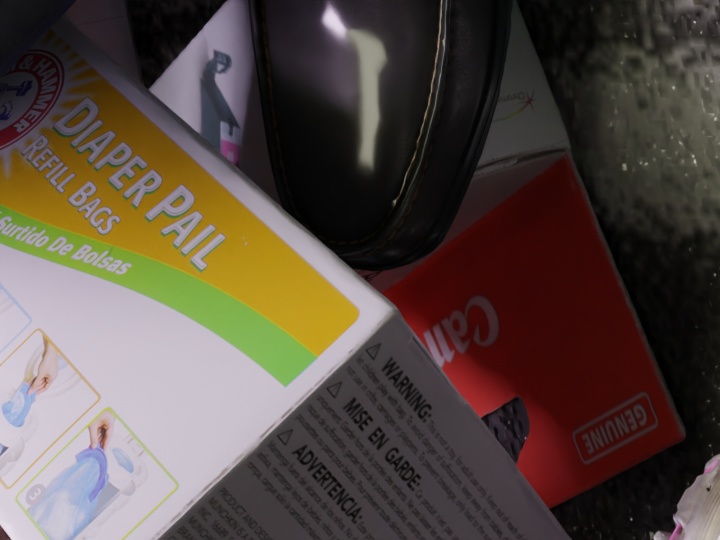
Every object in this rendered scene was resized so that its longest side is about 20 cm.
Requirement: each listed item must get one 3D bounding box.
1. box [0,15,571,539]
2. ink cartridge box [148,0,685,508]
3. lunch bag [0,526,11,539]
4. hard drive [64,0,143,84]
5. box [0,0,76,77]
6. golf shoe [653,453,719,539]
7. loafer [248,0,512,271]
[{"bbox_3d":[-0.054,0.029,0.668,0.200,0.101,0.113,41,172,48],"label":"box"},{"bbox_3d":[0.000,0.000,0.755,0.200,0.043,0.174,-38,69,58],"label":"ink cartridge box"},{"bbox_3d":[-0.211,0.056,0.830,0.199,0.127,0.171,13,105,38],"label":"lunch bag"},{"bbox_3d":[-0.129,0.004,0.888,0.026,0.131,0.201,-125,24,-85],"label":"hard drive"},{"bbox_3d":[-0.135,-0.096,0.621,0.123,0.198,0.200,44,179,-16],"label":"box"},{"bbox_3d":[0.120,0.128,0.589,0.092,0.073,0.201,10,122,39],"label":"golf shoe"},{"bbox_3d":[-0.005,-0.099,0.635,0.072,0.072,0.201,1,93,25],"label":"loafer"}]
